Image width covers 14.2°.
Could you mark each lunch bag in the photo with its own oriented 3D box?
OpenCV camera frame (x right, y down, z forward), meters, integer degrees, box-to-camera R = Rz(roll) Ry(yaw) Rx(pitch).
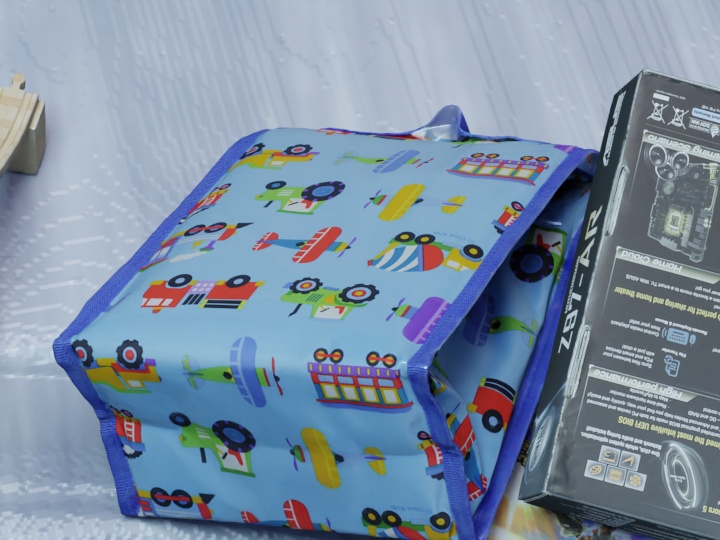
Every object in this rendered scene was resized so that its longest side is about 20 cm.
[{"bbox_3d":[0.000,0.000,1.106,0.150,0.094,0.200,3,42,25],"label":"lunch bag"}]

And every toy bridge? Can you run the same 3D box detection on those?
[{"bbox_3d":[-0.158,0.001,1.117,0.027,0.067,0.200,12,55,2],"label":"toy bridge"}]

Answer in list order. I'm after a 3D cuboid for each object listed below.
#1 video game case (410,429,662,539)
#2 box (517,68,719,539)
[{"bbox_3d":[0.090,0.170,1.036,0.200,0.045,0.181,27,57,13],"label":"video game case"},{"bbox_3d":[0.173,0.031,1.050,0.200,0.044,0.160,14,80,-6],"label":"box"}]
